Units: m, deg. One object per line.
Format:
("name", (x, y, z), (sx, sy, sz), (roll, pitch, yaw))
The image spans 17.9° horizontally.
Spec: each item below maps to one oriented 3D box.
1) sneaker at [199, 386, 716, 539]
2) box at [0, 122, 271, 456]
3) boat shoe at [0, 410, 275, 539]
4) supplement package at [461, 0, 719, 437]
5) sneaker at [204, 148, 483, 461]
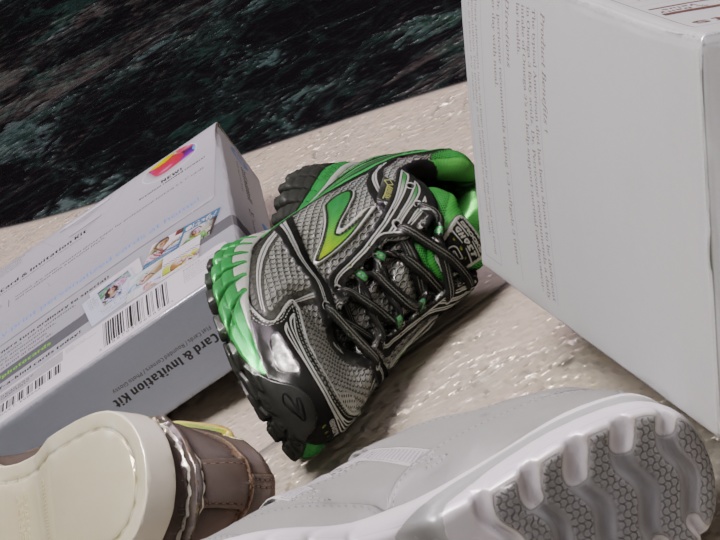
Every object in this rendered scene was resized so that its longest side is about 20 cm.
("sneaker", (0.006, 0.091, 0.689), (0.200, 0.075, 0.082), (-19, 14, -7))
("box", (-0.111, 0.018, 1.008), (0.156, 0.041, 0.200), (-34, 21, 5))
("boat shoe", (-0.109, 0.093, 0.827), (0.059, 0.072, 0.200), (6, -20, -38))
("supplement package", (0.120, -0.040, 0.726), (0.117, 0.117, 0.200), (-9, 17, -15))
("sneaker", (0.000, 0.000, 0.880), (0.085, 0.078, 0.200), (-19, 22, 23))
